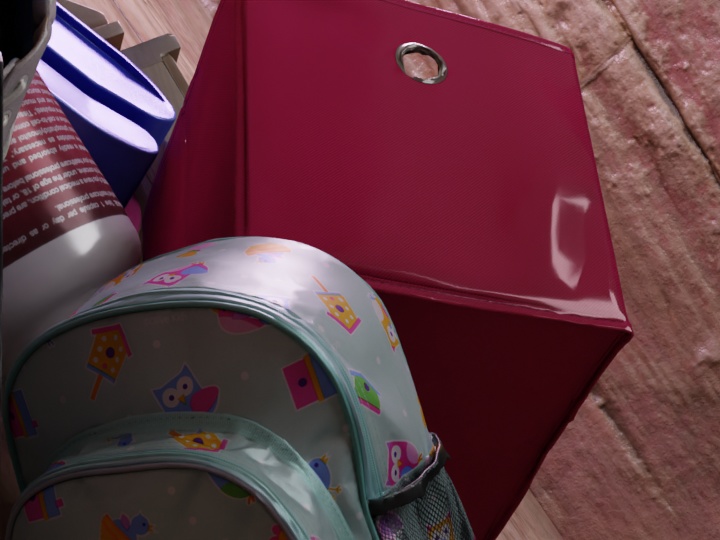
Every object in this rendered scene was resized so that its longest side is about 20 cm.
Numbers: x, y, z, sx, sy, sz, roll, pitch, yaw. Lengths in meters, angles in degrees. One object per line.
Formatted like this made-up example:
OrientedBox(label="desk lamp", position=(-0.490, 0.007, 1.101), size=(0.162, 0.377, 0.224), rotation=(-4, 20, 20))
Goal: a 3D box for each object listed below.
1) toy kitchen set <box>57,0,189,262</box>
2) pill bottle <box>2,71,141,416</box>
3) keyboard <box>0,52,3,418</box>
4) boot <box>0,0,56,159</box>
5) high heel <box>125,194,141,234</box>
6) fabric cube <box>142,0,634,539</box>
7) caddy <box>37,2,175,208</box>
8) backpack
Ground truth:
OrientedBox(label="toy kitchen set", position=(-0.114, -0.126, 1.171), size=(0.164, 0.179, 0.200), rotation=(58, -26, 14))
OrientedBox(label="pill bottle", position=(-0.175, -0.026, 0.791), size=(0.201, 0.113, 0.113), rotation=(57, 6, 6))
OrientedBox(label="keyboard", position=(-0.140, 0.030, 0.610), size=(0.039, 0.104, 0.202), rotation=(10, 72, -35))
OrientedBox(label="boot", position=(-0.174, -0.058, 0.679), size=(0.073, 0.095, 0.202), rotation=(18, 63, -26))
OrientedBox(label="high heel", position=(-0.179, -0.033, 1.027), size=(0.096, 0.067, 0.201), rotation=(65, 11, -46))
OrientedBox(label="fabric cube", position=(0.000, 0.000, 0.862), size=(0.194, 0.201, 0.200), rotation=(11, 45, -16))
OrientedBox(label="caddy", position=(-0.200, -0.087, 0.942), size=(0.200, 0.105, 0.142), rotation=(38, 19, -11))
OrientedBox(label="backpack", position=(-0.055, 0.093, 0.677), size=(0.153, 0.174, 0.202), rotation=(-30, 108, -64))
